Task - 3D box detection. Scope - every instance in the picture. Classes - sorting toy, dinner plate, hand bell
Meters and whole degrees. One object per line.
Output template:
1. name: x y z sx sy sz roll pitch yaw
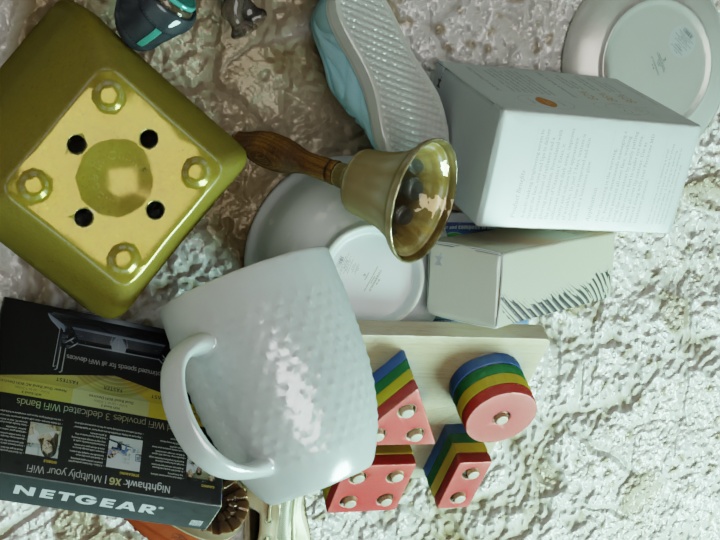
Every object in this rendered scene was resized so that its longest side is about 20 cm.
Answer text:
1. sorting toy: 0.058 0.141 1.044 0.199 0.070 0.199 2 132 -21
2. dinner plate: 0.294 -0.206 1.153 0.199 0.024 0.201 -4 101 -22
3. hand bell: -0.029 -0.085 0.968 0.104 0.199 0.105 -38 139 -44

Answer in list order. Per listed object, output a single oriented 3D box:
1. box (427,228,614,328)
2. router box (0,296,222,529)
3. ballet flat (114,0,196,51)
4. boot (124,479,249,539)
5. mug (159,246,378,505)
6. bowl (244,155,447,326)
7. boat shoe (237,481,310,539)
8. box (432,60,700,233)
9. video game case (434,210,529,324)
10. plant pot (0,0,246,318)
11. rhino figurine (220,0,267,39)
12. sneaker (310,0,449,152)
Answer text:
1. box: 0.151 0.000 1.048 0.199 0.082 0.069 -10 107 -47
2. router box: -0.210 0.118 0.941 0.199 0.052 0.158 13 51 -18
3. ballet flat: -0.166 -0.236 0.901 0.073 0.201 0.073 -5 133 -5
4. boot: -0.201 0.190 1.002 0.199 0.107 0.075 32 52 2
5. mug: -0.077 0.092 0.892 0.200 0.147 0.176 -14 81 -56
6. bowl: 0.000 0.000 1.027 0.200 0.090 0.202 -2 99 -15
7. boat shoe: -0.089 0.196 1.050 0.065 0.072 0.201 -12 109 -20
8. box: 0.175 -0.112 1.042 0.199 0.152 0.107 1 115 -20
9. video game case: 0.102 0.042 1.124 0.142 0.018 0.201 0 99 -21
10. plant pot: -0.203 -0.078 0.886 0.195 0.200 0.194 41 83 -23
11. rhino figurine: -0.049 -0.285 0.985 0.200 0.060 0.088 -34 113 -14
12. sneaker: 0.015 -0.156 1.019 0.074 0.082 0.201 -24 97 -27
